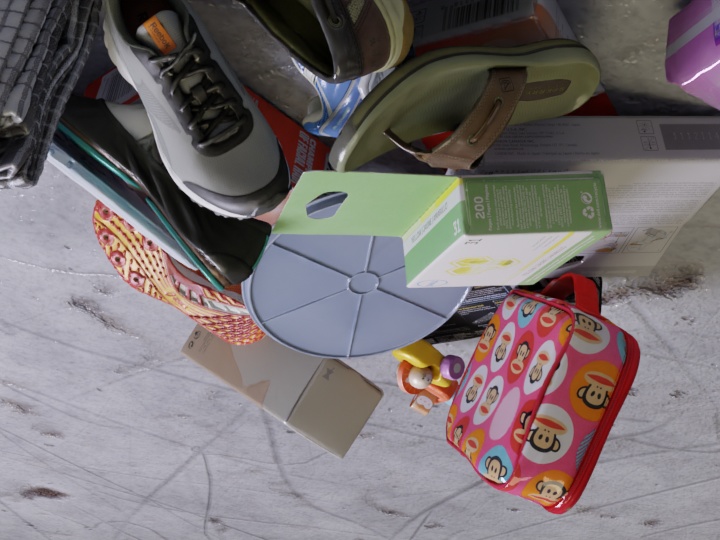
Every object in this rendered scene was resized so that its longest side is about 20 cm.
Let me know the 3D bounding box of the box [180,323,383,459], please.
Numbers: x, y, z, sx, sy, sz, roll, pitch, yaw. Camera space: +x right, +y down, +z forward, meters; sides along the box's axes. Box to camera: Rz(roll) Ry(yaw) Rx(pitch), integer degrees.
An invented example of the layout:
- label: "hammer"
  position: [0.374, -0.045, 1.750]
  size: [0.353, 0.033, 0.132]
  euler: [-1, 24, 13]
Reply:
- label: "box"
  position: [-0.080, 0.099, 1.128]
  size: [0.095, 0.078, 0.200]
  euler: [39, 171, -38]

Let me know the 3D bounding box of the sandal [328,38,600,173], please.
- label: "sandal"
  position: [0.074, -0.096, 0.702]
  size: [0.200, 0.058, 0.080]
  euler: [-16, 156, -25]

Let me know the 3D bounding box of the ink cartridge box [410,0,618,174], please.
- label: "ink cartridge box"
  position: [0.091, -0.116, 0.838]
  size: [0.161, 0.050, 0.200]
  euler: [-10, 141, 30]

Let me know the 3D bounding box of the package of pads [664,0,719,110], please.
- label: "package of pads"
  position: [0.294, -0.157, 0.688]
  size: [0.120, 0.076, 0.200]
  euler: [20, 148, -23]

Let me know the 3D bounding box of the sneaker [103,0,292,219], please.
- label: "sneaker"
  position: [-0.115, -0.119, 0.755]
  size: [0.074, 0.201, 0.079]
  euler: [-32, 166, -10]

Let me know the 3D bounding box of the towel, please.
- label: "towel"
  position: [-0.270, -0.137, 0.751]
  size: [0.165, 0.201, 0.086]
  euler: [3, 150, 13]

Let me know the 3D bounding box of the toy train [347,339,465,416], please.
- label: "toy train"
  position: [0.021, 0.085, 1.102]
  size: [0.199, 0.056, 0.150]
  euler: [33, 165, -11]

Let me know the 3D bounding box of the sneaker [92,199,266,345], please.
- label: "sneaker"
  position: [-0.165, -0.007, 1.076]
  size: [0.200, 0.077, 0.073]
  euler: [40, 122, -16]

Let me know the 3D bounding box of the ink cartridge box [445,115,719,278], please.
- label: "ink cartridge box"
  position: [0.160, -0.053, 0.883]
  size: [0.199, 0.045, 0.176]
  euler: [-1, 153, -12]

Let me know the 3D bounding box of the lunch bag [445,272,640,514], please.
- label: "lunch bag"
  position: [0.145, 0.086, 0.927]
  size: [0.082, 0.177, 0.200]
  euler: [22, -177, -11]

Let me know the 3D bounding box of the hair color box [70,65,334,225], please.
- label: "hair color box"
  position: [-0.115, -0.093, 0.919]
  size: [0.111, 0.064, 0.200]
  euler: [-22, 139, 40]

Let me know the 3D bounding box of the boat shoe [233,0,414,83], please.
- label: "boat shoe"
  position: [-0.056, -0.184, 0.654]
  size: [0.201, 0.066, 0.072]
  euler: [46, 138, 12]

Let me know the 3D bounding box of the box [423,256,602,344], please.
- label: "box"
  position: [0.097, 0.002, 1.035]
  size: [0.199, 0.050, 0.158]
  euler: [-11, 144, 30]

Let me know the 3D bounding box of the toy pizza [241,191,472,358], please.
- label: "toy pizza"
  position: [0.000, 0.000, 0.951]
  size: [0.199, 0.032, 0.201]
  euler: [-7, 137, -6]

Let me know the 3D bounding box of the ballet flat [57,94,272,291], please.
- label: "ballet flat"
  position: [-0.141, -0.073, 0.820]
  size: [0.200, 0.068, 0.068]
  euler: [44, 176, 4]

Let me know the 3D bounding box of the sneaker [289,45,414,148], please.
- label: "sneaker"
  position: [-0.012, -0.163, 0.716]
  size: [0.077, 0.076, 0.201]
  euler: [-1, 124, 12]

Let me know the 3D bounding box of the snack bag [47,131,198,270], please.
- label: "snack bag"
  position: [-0.219, -0.080, 0.892]
  size: [0.189, 0.021, 0.200]
  euler: [43, 178, -43]

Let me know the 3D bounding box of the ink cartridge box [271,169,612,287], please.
- label: "ink cartridge box"
  position: [0.049, -0.026, 0.779]
  size: [0.199, 0.048, 0.146]
  euler: [-3, 166, -14]
